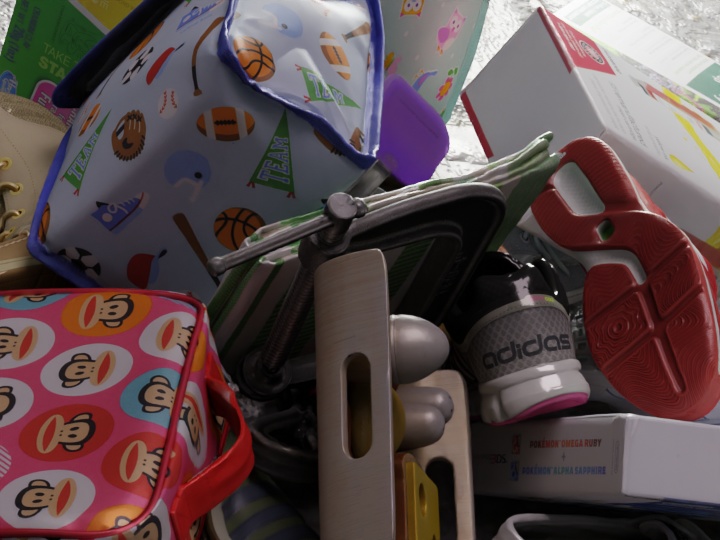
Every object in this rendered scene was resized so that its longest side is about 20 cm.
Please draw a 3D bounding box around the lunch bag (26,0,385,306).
[{"bbox_3d":[-0.076,-0.088,1.359,0.124,0.170,0.200,39,30,-19],"label":"lunch bag"}]

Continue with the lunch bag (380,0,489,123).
[{"bbox_3d":[0.001,-0.186,1.648,0.170,0.200,0.122,-17,48,-44],"label":"lunch bag"}]

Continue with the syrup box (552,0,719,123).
[{"bbox_3d":[0.208,-0.101,1.759,0.200,0.082,0.079,30,33,16],"label":"syrup box"}]

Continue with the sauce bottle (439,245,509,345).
[{"bbox_3d":[0.004,0.020,1.459,0.200,0.066,0.066,-11,44,-45],"label":"sauce bottle"}]

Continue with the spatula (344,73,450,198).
[{"bbox_3d":[-0.012,-0.031,1.498,0.057,0.021,0.200,43,64,-11],"label":"spatula"}]

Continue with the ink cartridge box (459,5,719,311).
[{"bbox_3d":[0.173,-0.054,1.598,0.200,0.083,0.145,29,23,-32],"label":"ink cartridge box"}]

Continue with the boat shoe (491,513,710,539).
[{"bbox_3d":[0.153,0.160,1.343,0.199,0.066,0.074,4,36,-27],"label":"boat shoe"}]

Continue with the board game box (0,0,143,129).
[{"bbox_3d":[-0.111,-0.112,1.512,0.200,0.153,0.040,31,32,16],"label":"board game box"}]

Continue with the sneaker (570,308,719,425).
[{"bbox_3d":[0.187,0.074,1.494,0.199,0.087,0.075,8,31,12],"label":"sneaker"}]

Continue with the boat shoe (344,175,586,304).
[{"bbox_3d":[0.058,-0.027,1.570,0.201,0.065,0.075,13,33,-15],"label":"boat shoe"}]

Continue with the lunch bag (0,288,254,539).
[{"bbox_3d":[-0.134,0.085,1.210,0.175,0.082,0.200,-3,33,12],"label":"lunch bag"}]

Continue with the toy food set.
[{"bbox_3d":[0.026,0.089,1.233,0.060,0.200,0.144,-7,70,13],"label":"toy food set"}]

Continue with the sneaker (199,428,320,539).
[{"bbox_3d":[-0.048,0.145,1.257,0.090,0.067,0.200,29,18,-27],"label":"sneaker"}]

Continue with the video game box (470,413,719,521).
[{"bbox_3d":[0.182,0.107,1.365,0.199,0.047,0.182,8,-5,-21],"label":"video game box"}]

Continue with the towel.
[{"bbox_3d":[0.000,0.000,1.340,0.200,0.153,0.023,-21,68,-35],"label":"towel"}]

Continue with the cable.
[{"bbox_3d":[-0.020,0.069,1.343,0.097,0.050,0.200,29,8,20],"label":"cable"}]

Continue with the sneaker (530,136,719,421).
[{"bbox_3d":[0.170,0.018,1.398,0.115,0.078,0.200,34,27,-39],"label":"sneaker"}]

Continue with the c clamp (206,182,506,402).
[{"bbox_3d":[-0.012,0.011,1.265,0.170,0.200,0.027,-22,67,-21],"label":"c clamp"}]

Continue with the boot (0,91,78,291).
[{"bbox_3d":[-0.192,-0.027,1.403,0.155,0.073,0.200,43,33,23],"label":"boot"}]

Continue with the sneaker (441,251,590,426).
[{"bbox_3d":[0.078,0.032,1.401,0.073,0.088,0.200,-12,0,-3],"label":"sneaker"}]
